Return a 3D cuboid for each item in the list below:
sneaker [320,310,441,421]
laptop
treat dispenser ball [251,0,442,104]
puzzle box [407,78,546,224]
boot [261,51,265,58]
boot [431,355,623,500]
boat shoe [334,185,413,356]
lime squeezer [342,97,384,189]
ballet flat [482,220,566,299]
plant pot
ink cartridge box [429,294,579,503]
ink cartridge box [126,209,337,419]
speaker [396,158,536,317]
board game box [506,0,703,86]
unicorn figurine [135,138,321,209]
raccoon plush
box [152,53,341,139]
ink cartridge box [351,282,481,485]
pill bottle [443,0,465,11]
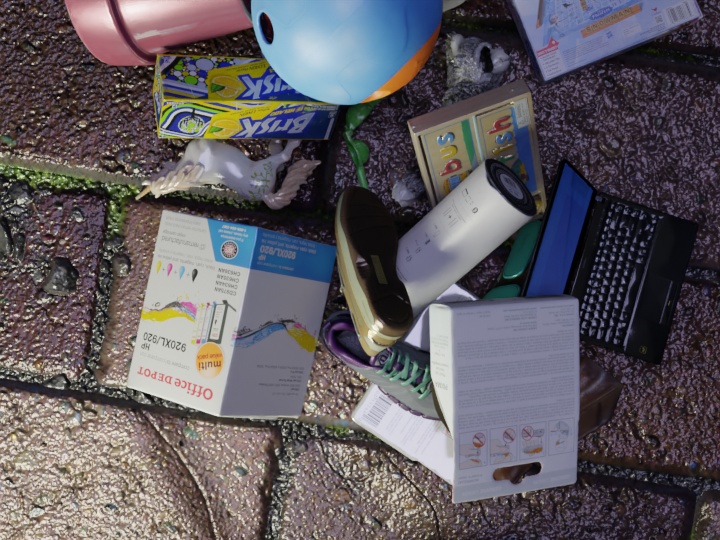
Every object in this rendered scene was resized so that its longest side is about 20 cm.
[{"bbox_3d":[0.041,0.113,1.128,0.199,0.088,0.075,27,90,3],"label":"sneaker"},{"bbox_3d":[0.285,-0.007,1.149,0.199,0.103,0.178,18,84,-1],"label":"laptop"},{"bbox_3d":[-0.014,-0.275,1.059,0.200,0.201,0.202,0,90,1],"label":"treat dispenser ball"},{"bbox_3d":[0.135,-0.111,1.132,0.133,0.200,0.025,-20,48,1],"label":"puzzle box"},{"bbox_3d":[-0.050,-0.345,1.184,0.144,0.072,0.201,-5,98,0],"label":"boot"},{"bbox_3d":[0.189,0.139,1.120,0.200,0.064,0.187,-30,125,-7],"label":"boot"},{"bbox_3d":[0.000,0.000,1.109,0.071,0.076,0.201,11,49,-25],"label":"boat shoe"},{"bbox_3d":[0.011,-0.154,1.204,0.070,0.038,0.201,11,89,-30],"label":"lime squeezer"},{"bbox_3d":[0.181,0.032,1.150,0.074,0.074,0.200,35,64,1],"label":"ballet flat"},{"bbox_3d":[-0.199,-0.327,1.101,0.178,0.200,0.201,0,90,15],"label":"plant pot"},{"bbox_3d":[0.152,0.129,1.059,0.160,0.047,0.201,-3,96,-26],"label":"ink cartridge box"},{"bbox_3d":[-0.141,0.050,1.119,0.147,0.144,0.201,12,90,35],"label":"ink cartridge box"},{"bbox_3d":[0.095,-0.030,1.123,0.081,0.081,0.200,47,118,1],"label":"speaker"},{"bbox_3d":[0.268,-0.347,1.192,0.199,0.041,0.200,-21,90,1],"label":"board game box"},{"bbox_3d":[-0.159,-0.128,1.177,0.199,0.074,0.138,19,70,18],"label":"unicorn figurine"},{"bbox_3d":[0.094,-0.183,1.174,0.200,0.097,0.134,-31,82,1],"label":"raccoon plush"},{"bbox_3d":[-0.126,-0.192,1.133,0.199,0.064,0.070,-2,57,-18],"label":"box"},{"bbox_3d":[0.115,0.137,1.191,0.176,0.045,0.200,34,91,1],"label":"ink cartridge box"},{"bbox_3d":[0.063,-0.400,1.161,0.111,0.111,0.201,-11,90,1],"label":"pill bottle"}]
